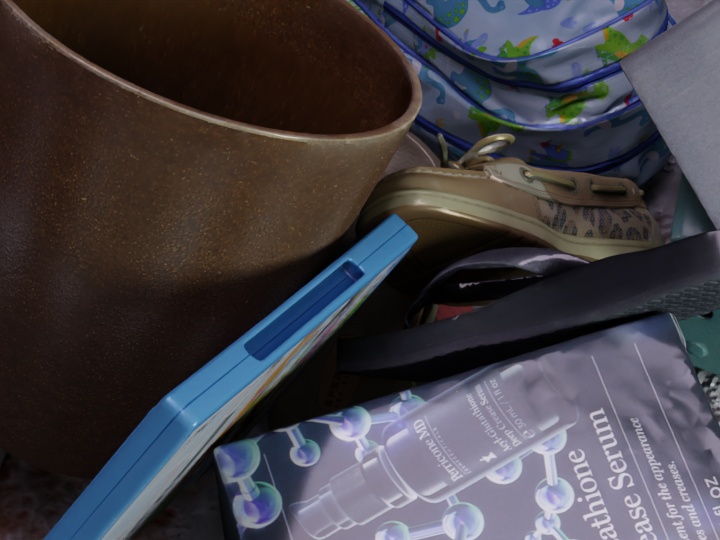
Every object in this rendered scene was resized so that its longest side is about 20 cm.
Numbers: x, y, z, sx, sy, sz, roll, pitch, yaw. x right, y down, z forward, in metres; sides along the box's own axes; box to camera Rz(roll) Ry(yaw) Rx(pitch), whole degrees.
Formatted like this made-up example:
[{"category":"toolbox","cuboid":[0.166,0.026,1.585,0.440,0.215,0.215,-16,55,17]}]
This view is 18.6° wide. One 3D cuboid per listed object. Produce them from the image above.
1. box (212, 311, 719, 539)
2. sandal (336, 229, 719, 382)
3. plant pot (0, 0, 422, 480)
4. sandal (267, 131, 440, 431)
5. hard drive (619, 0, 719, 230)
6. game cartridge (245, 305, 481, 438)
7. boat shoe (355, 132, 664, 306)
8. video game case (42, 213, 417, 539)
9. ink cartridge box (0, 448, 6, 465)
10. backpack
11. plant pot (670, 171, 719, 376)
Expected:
[{"category":"box","cuboid":[0.056,0.127,0.880,0.199,0.107,0.149,-17,62,-8]},{"category":"sandal","cuboid":[0.082,0.010,0.921,0.199,0.076,0.043,-17,75,24]},{"category":"plant pot","cuboid":[-0.096,-0.018,0.919,0.186,0.201,0.187,18,26,-9]},{"category":"sandal","cuboid":[0.000,0.000,1.013,0.080,0.054,0.201,5,48,11]},{"category":"hard drive","cuboid":[0.226,-0.085,0.918,0.199,0.033,0.140,-33,64,12]},{"category":"game cartridge","cuboid":[0.002,0.044,1.033,0.132,0.041,0.200,-28,50,-13]},{"category":"boat shoe","cuboid":[0.068,-0.022,0.997,0.073,0.199,0.063,-24,66,34]},{"category":"video game case","cuboid":[-0.060,0.059,0.862,0.018,0.143,0.200,43,32,5]},{"category":"ink cartridge box","cuboid":[-0.267,0.031,0.998,0.198,0.145,0.084,8,47,13]},{"category":"backpack","cuboid":[0.079,-0.118,1.117,0.162,0.154,0.201,-20,61,-22]},{"category":"plant pot","cuboid":[0.226,-0.042,1.020,0.140,0.142,0.200,21,55,23]}]
